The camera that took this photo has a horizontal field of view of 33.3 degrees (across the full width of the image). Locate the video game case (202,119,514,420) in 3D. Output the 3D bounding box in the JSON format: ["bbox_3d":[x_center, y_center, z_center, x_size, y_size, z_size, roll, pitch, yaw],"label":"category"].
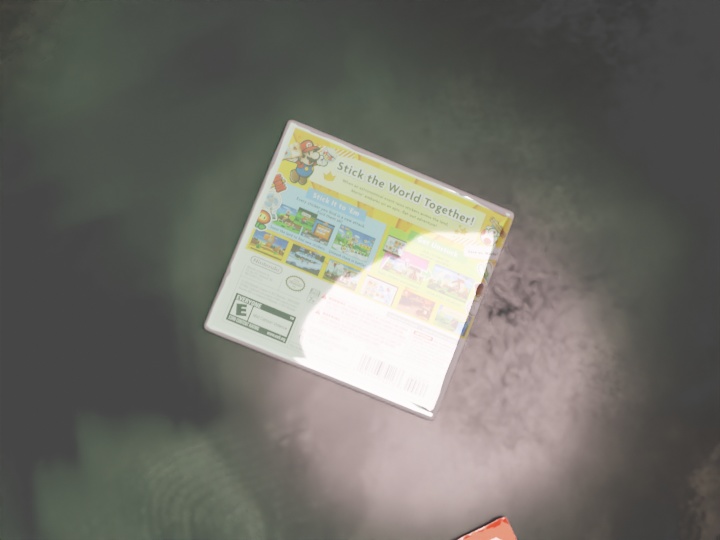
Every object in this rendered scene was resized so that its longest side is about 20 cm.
[{"bbox_3d":[0.000,0.000,0.968,0.200,0.023,0.182,22,85,-4],"label":"video game case"}]

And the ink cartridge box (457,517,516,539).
[{"bbox_3d":[0.091,0.323,0.949,0.162,0.057,0.200,-25,95,-7],"label":"ink cartridge box"}]
